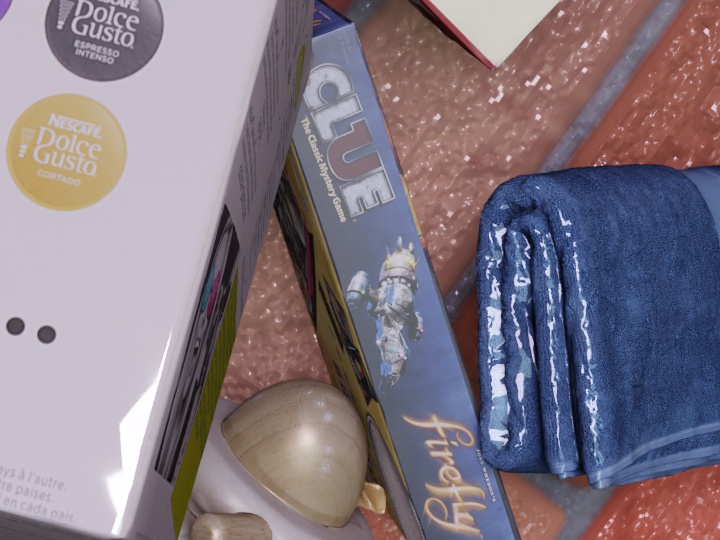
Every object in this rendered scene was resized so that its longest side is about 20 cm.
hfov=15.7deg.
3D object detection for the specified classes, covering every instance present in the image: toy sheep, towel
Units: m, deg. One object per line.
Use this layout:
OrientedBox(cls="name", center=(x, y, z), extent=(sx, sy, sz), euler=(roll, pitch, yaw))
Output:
OrientedBox(cls="toy sheep", center=(-0.068, 0.119, 0.960), extent=(0.138, 0.138, 0.200), euler=(38, 106, -17))
OrientedBox(cls="towel", center=(0.115, 0.017, 0.953), extent=(0.199, 0.048, 0.113), euler=(-3, 90, -53))

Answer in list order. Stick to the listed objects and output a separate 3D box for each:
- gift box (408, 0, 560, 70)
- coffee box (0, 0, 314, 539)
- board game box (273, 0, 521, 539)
OrientedBox(cls="gift box", center=(0.031, -0.207, 0.877), extent=(0.187, 0.185, 0.200), euler=(-45, 114, 3))
OrientedBox(cls="coffee box", center=(-0.128, -0.030, 0.738), extent=(0.198, 0.200, 0.199), euler=(15, 77, 2))
OrientedBox(cls="board game box", center=(0.000, 0.000, 0.943), extent=(0.034, 0.136, 0.201), euler=(-20, 107, -7))
